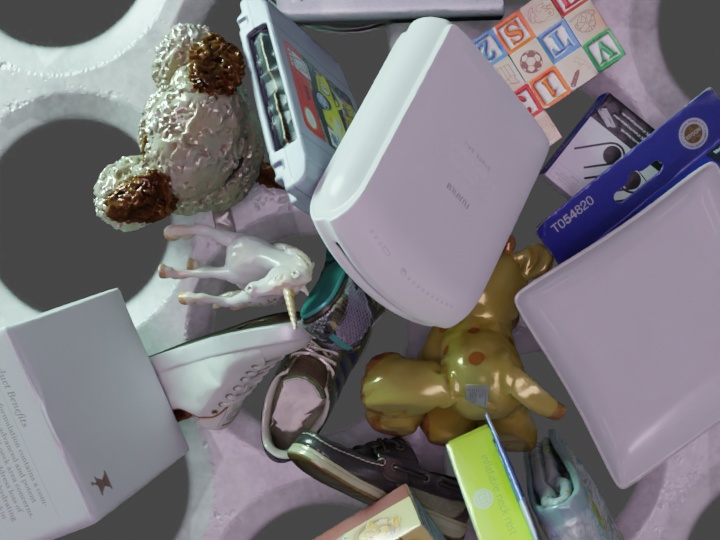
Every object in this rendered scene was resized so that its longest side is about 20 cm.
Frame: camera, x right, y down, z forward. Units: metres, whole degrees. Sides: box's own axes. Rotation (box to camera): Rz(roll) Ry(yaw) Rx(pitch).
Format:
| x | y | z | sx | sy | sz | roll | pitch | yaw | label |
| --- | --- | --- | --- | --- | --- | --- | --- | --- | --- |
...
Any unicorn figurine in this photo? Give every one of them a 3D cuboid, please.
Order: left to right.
| x | y | z | sx | sy | sz | roll | pitch | yaw | label |
| --- | --- | --- | --- | --- | --- | --- | --- | --- | --- |
| -0.097 | 0.002 | 0.848 | 0.136 | 0.200 | 0.075 | 5 | 90 | 8 | unicorn figurine |

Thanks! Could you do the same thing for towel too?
| x | y | z | sx | sy | sz | roll | pitch | yaw | label |
| --- | --- | --- | --- | --- | --- | --- | --- | --- | --- |
| 0.199 | 0.235 | 0.853 | 0.048 | 0.200 | 0.172 | -30 | 93 | 10 | towel |

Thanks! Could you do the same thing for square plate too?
| x | y | z | sx | sy | sz | roll | pitch | yaw | label |
| --- | --- | --- | --- | --- | --- | --- | --- | --- | --- |
| 0.245 | 0.046 | 0.820 | 0.197 | 0.028 | 0.201 | -33 | 107 | -5 | square plate |

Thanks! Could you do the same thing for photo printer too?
| x | y | z | sx | sy | sz | roll | pitch | yaw | label |
| --- | --- | --- | --- | --- | --- | --- | --- | --- | --- |
| 0.055 | -0.067 | 0.784 | 0.166 | 0.069 | 0.201 | 42 | 67 | -35 | photo printer |

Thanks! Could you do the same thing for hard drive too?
| x | y | z | sx | sy | sz | roll | pitch | yaw | label |
| --- | --- | --- | --- | --- | --- | --- | --- | --- | --- |
| 0.025 | -0.288 | 0.878 | 0.198 | 0.033 | 0.141 | -1 | 93 | 2 | hard drive |

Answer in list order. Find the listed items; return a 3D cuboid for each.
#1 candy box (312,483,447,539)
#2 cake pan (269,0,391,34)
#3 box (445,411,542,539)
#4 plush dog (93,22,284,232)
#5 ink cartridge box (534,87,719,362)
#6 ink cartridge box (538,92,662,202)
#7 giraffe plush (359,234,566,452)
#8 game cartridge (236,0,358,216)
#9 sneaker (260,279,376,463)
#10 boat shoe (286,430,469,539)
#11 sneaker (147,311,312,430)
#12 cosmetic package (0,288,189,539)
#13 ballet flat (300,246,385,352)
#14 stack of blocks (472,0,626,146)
| x | y | z | sx | sy | sz | roll | pitch | yaw | label |
| --- | --- | --- | --- | --- | --- | --- | --- | --- | --- |
| 0.041 | 0.291 | 0.888 | 0.115 | 0.055 | 0.200 | -32 | 123 | 3 | candy box |
| -0.014 | -0.319 | 0.913 | 0.198 | 0.037 | 0.202 | 0 | 93 | 2 | cake pan |
| 0.126 | 0.220 | 0.840 | 0.047 | 0.200 | 0.122 | -23 | 49 | 4 | box |
| -0.138 | -0.106 | 0.861 | 0.160 | 0.172 | 0.201 | 25 | 93 | 1 | plush dog |
| 0.280 | -0.016 | 0.854 | 0.199 | 0.041 | 0.200 | -39 | 106 | 1 | ink cartridge box |
| 0.268 | -0.061 | 0.910 | 0.200 | 0.044 | 0.094 | 39 | 94 | -1 | ink cartridge box |
| 0.093 | 0.054 | 0.878 | 0.171 | 0.200 | 0.163 | 12 | 66 | -8 | giraffe plush |
| -0.038 | -0.124 | 0.839 | 0.041 | 0.133 | 0.201 | -26 | 59 | 18 | game cartridge |
| -0.037 | 0.084 | 0.907 | 0.067 | 0.090 | 0.201 | 24 | 94 | 1 | sneaker |
| 0.024 | 0.181 | 0.903 | 0.200 | 0.072 | 0.066 | 32 | 73 | -27 | boat shoe |
| -0.107 | 0.092 | 0.893 | 0.199 | 0.073 | 0.085 | -20 | 90 | 39 | sneaker |
| -0.292 | 0.139 | 0.862 | 0.199 | 0.166 | 0.168 | -23 | 92 | 20 | cosmetic package |
| 0.000 | 0.000 | 0.872 | 0.071 | 0.201 | 0.072 | 8 | 129 | 10 | ballet flat |
| 0.134 | -0.157 | 0.904 | 0.199 | 0.059 | 0.116 | -34 | 91 | 4 | stack of blocks |
